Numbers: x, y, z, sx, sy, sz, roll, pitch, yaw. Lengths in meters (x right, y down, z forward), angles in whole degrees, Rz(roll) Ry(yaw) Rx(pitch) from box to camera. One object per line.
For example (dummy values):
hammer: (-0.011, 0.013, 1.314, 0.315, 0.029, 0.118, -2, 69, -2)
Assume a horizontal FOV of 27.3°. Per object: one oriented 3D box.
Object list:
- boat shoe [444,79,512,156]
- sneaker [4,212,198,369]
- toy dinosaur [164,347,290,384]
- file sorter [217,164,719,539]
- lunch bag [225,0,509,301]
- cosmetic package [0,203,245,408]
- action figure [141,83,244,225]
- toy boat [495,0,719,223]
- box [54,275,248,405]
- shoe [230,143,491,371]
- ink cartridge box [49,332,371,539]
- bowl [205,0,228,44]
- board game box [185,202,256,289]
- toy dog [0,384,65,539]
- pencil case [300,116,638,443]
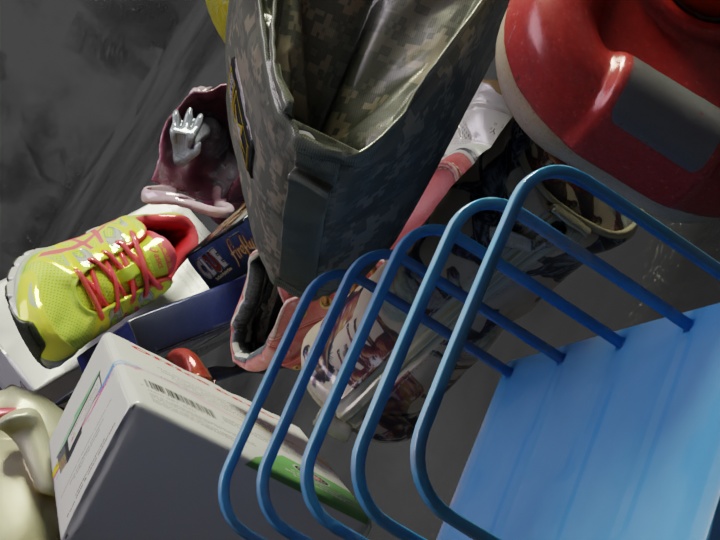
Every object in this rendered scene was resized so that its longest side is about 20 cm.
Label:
boat shoe: (0.033, -0.053, 0.897, 0.200, 0.070, 0.070, -26, 36, 60)
sneaker: (-0.178, 0.001, 1.054, 0.089, 0.079, 0.200, -18, 16, 23)
toy dinosaur: (-0.144, 0.110, 1.025, 0.182, 0.197, 0.106, 89, -179, -56)
file sorter: (0.045, 0.060, 0.569, 0.200, 0.122, 0.140, -24, 38, 63)
lunch bag: (0.000, -0.100, 0.663, 0.164, 0.116, 0.202, 108, -176, -68)
cosmetic package: (-0.200, 0.036, 1.185, 0.199, 0.113, 0.082, -29, -32, -23)
action figure: (-0.093, -0.071, 1.192, 0.200, 0.132, 0.151, 102, -176, -69)
toy boat: (0.142, -0.128, 0.581, 0.131, 0.130, 0.202, -43, 22, 57)
box: (-0.121, 0.040, 1.051, 0.198, 0.033, 0.121, -22, -4, -31)
shoe: (0.000, 0.000, 0.822, 0.200, 0.090, 0.072, -50, 46, 46)
ink cartridge box: (-0.093, 0.118, 0.840, 0.085, 0.144, 0.200, -61, 16, 0)
bowl: (-0.025, -0.189, 1.181, 0.200, 0.198, 0.109, 170, 97, -69)
board game box: (-0.028, -0.072, 1.060, 0.200, 0.035, 0.135, -45, 8, -25)
toy dog: (-0.222, 0.165, 0.963, 0.138, 0.195, 0.201, -15, 40, 12)
pencil case: (0.049, 0.007, 0.726, 0.200, 0.078, 0.089, -47, -2, 36)
